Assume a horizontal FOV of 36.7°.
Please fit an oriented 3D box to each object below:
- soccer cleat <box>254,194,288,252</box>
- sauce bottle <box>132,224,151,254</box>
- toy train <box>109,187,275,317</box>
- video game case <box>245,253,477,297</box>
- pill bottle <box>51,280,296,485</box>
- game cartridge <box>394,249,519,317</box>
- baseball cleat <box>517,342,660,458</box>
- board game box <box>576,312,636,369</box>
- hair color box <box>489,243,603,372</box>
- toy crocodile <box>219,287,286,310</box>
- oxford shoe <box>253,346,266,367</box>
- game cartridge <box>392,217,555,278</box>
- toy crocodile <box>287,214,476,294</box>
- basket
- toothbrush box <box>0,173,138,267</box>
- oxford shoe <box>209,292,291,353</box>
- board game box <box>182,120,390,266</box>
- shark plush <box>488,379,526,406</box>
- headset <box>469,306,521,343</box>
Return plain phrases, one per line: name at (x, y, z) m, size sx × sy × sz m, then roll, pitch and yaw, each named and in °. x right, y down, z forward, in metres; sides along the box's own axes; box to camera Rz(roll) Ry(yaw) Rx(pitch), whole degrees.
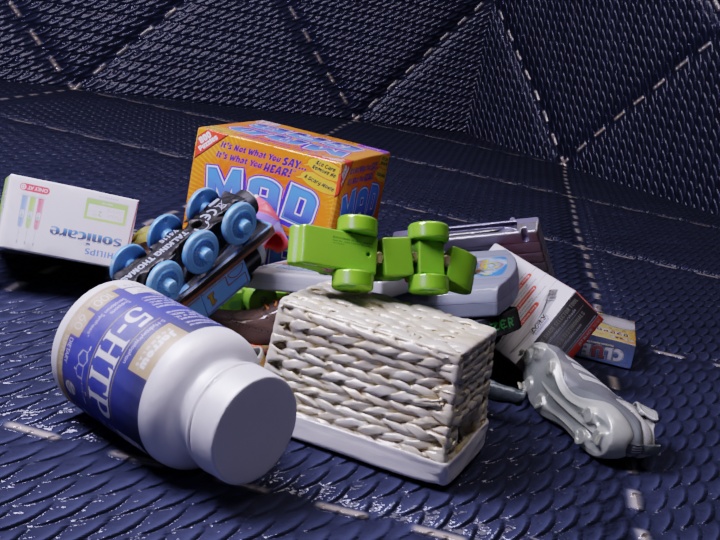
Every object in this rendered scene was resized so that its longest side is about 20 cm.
soccer cleat at (-0.155, -0.025, 1.255) m, size 0.077 × 0.067 × 0.200 m, roll 51°, pitch 37°, yaw 1°
sauce bottle at (-0.259, -0.008, 1.323) m, size 0.064 × 0.065 × 0.200 m, roll 9°, pitch 12°, yaw -8°
toy train at (-0.174, -0.001, 1.127) m, size 0.086 × 0.115 × 0.200 m, roll 22°, pitch 50°, yaw 36°
video game case at (0.000, 0.000, 1.214) m, size 0.199 × 0.024 × 0.181 m, roll 4°, pitch 12°, yaw 39°
pill bottle at (-0.151, 0.093, 0.890) m, size 0.199 × 0.121 × 0.119 m, roll 22°, pitch 17°, yaw 38°
game cartridge at (0.117, 0.013, 1.255) m, size 0.132 × 0.041 × 0.200 m, roll -1°, pitch 14°, yaw 10°
baseball cleat at (0.244, 0.143, 1.149) m, size 0.106 × 0.070 × 0.200 m, roll 13°, pitch 22°, yaw -23°
board game box at (0.273, 0.076, 1.478) m, size 0.198 × 0.035 × 0.135 m, roll 14°, pitch 14°, yaw 11°
hair color box at (0.194, 0.052, 1.328) m, size 0.064 × 0.111 × 0.200 m, roll 39°, pitch 1°, yaw -26°
toy crocodile at (-0.162, 0.039, 1.247) m, size 0.199 × 0.062 × 0.067 m, roll -4°, pitch 19°, yaw -35°
oxford shoe at (-0.179, 0.086, 1.032) m, size 0.198 × 0.058 × 0.075 m, roll 8°, pitch 16°, yaw -7°
game cartridge at (0.154, -0.013, 1.461) m, size 0.198 × 0.130 × 0.039 m, roll -5°, pitch 53°, yaw 20°
toy crocodile at (0.024, -0.011, 1.032) m, size 0.198 × 0.068 × 0.062 m, roll 5°, pitch -13°, yaw -23°
basket at (0.019, 0.096, 1.007) m, size 0.198 × 0.124 × 0.135 m, roll 16°, pitch 14°, yaw 20°
toothbrush box at (-0.356, -0.058, 1.296) m, size 0.144 × 0.087 × 0.200 m, roll 11°, pitch 0°, yaw -19°
oxford shoe at (-0.089, 0.051, 1.204) m, size 0.198 × 0.074 × 0.071 m, roll 6°, pitch 14°, yaw -20°
board game box at (-0.099, -0.075, 1.439) m, size 0.198 × 0.202 × 0.200 m, roll 16°, pitch 14°, yaw 16°
shark plush at (0.071, 0.101, 1.125) m, size 0.199 × 0.084 × 0.091 m, roll 34°, pitch 59°, yaw 12°
headset at (0.100, 0.057, 1.256) m, size 0.123 × 0.095 × 0.200 m, roll -14°, pitch -1°, yaw -26°
